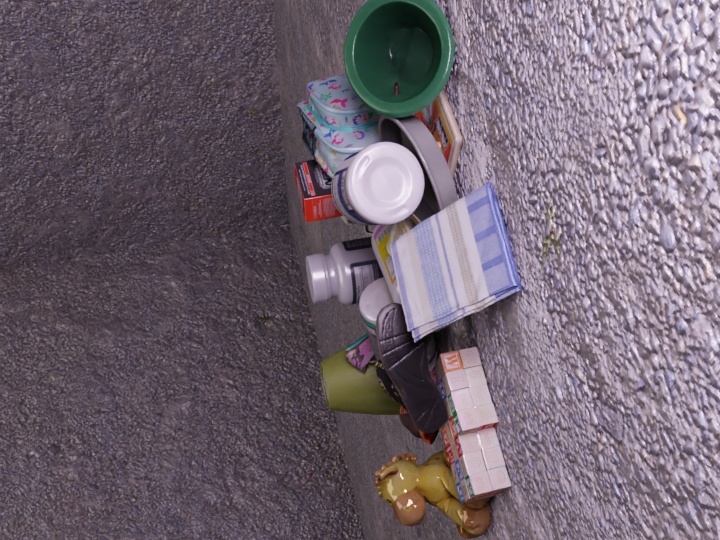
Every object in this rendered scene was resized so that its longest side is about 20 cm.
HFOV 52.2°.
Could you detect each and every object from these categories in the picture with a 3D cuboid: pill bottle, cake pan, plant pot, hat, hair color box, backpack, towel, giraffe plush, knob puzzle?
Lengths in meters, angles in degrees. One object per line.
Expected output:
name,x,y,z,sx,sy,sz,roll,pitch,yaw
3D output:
pill bottle,0.072,0.117,1.280,0.114,0.112,0.202,-112,4,-52
cake pan,0.087,-0.143,1.092,0.202,0.036,0.201,62,170,18
plant pot,0.023,0.209,1.471,0.187,0.197,0.190,171,90,-81
hat,0.081,-0.313,1.085,0.201,0.165,0.175,55,-155,14
pill bottle,0.088,0.002,1.166,0.201,0.103,0.105,-110,14,-46
hair color box,-0.012,-0.156,1.315,0.062,0.197,0.102,90,166,-50
backpack,-0.003,-0.244,1.256,0.152,0.175,0.201,89,159,-47
towel,0.118,-0.006,0.959,0.199,0.024,0.149,-32,64,45
giraffe plush,0.108,0.355,1.217,0.201,0.160,0.175,-117,20,-59
knob puzzle,0.100,-0.197,1.125,0.220,0.030,0.223,170,90,-80
pill bottle,0.017,-0.123,1.083,0.200,0.109,0.113,-162,63,-78
pill bottle,0.000,0.000,1.398,0.120,0.197,0.122,171,90,-80

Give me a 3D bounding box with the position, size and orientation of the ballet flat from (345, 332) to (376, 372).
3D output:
ballet flat,0.058,0.113,1.377,0.071,0.200,0.069,45,-169,-1

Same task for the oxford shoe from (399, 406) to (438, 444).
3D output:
oxford shoe,0.097,0.257,1.305,0.072,0.072,0.201,-62,-21,-23

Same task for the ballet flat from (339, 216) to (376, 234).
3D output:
ballet flat,0.001,-0.105,1.386,0.198,0.068,0.064,23,116,29

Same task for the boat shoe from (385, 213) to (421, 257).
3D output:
boat shoe,0.109,-0.016,1.044,0.201,0.072,0.064,44,128,45

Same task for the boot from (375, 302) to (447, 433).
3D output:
boot,0.061,0.140,1.138,0.202,0.072,0.150,65,170,-10

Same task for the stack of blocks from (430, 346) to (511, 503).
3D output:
stack of blocks,0.161,0.231,1.095,0.116,0.058,0.203,102,156,-65
